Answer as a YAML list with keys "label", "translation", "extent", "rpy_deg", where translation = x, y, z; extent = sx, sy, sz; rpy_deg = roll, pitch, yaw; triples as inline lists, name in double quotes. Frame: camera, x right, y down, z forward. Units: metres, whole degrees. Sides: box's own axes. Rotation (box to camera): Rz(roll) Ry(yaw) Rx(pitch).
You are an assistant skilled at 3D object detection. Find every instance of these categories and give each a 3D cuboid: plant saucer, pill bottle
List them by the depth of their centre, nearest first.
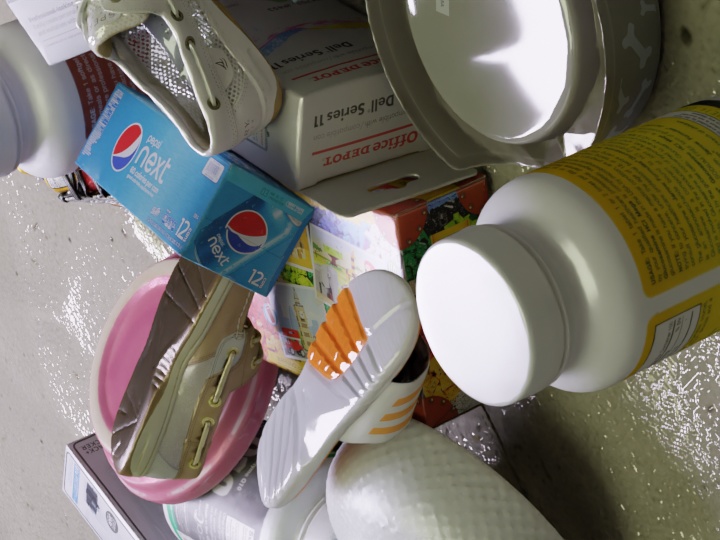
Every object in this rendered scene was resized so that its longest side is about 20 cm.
- label: "pill bottle"
  translation: [0.129, -0.008, 1.005]
  extent: [0.112, 0.200, 0.113]
  rpy_deg: [33, 134, 42]
- label: "pill bottle"
  translation: [-0.192, -0.131, 1.402]
  extent: [0.112, 0.200, 0.113]
  rpy_deg: [33, 134, 41]
- label: "pill bottle"
  translation: [-0.048, 0.180, 1.466]
  extent: [0.200, 0.113, 0.113]
  rpy_deg: [18, 124, 50]
- label: "plant saucer"
  translation: [-0.138, 0.070, 1.490]
  extent: [0.200, 0.051, 0.201]
  rpy_deg: [-25, 55, 41]

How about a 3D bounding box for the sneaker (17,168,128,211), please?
- label: "sneaker"
  translation: [-0.198, -0.074, 1.559]
  extent: [0.200, 0.082, 0.078]
  rpy_deg: [21, 126, 48]

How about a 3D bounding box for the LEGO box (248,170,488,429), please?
- label: "LEGO box"
  translation: [0.000, 0.000, 1.316]
  extent: [0.200, 0.077, 0.149]
  rpy_deg: [19, 125, 50]

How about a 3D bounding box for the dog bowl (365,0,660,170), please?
- label: "dog bowl"
  translation: [0.085, -0.144, 1.120]
  extent: [0.200, 0.059, 0.201]
  rpy_deg: [33, 134, 42]

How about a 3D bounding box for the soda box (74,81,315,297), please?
- label: "soda box"
  translation: [-0.107, -0.054, 1.264]
  extent: [0.064, 0.068, 0.200]
  rpy_deg: [-60, 32, 5]

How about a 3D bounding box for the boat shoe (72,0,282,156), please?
- label: "boat shoe"
  translation: [-0.131, -0.151, 1.163]
  extent: [0.200, 0.069, 0.071]
  rpy_deg: [48, 138, 1]

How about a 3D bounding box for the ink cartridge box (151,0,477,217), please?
- label: "ink cartridge box"
  translation: [-0.028, -0.112, 1.251]
  extent: [0.200, 0.117, 0.068]
  rpy_deg: [33, 131, 40]

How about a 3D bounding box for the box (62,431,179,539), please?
- label: "box"
  translation: [-0.138, 0.203, 1.612]
  extent: [0.200, 0.116, 0.060]
  rpy_deg: [45, 142, 29]

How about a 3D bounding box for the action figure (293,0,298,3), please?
- label: "action figure"
  translation: [0.008, -0.254, 1.162]
  extent: [0.200, 0.055, 0.119]
  rpy_deg: [-35, 69, 48]

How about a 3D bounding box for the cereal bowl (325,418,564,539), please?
- label: "cereal bowl"
  translation: [0.051, 0.188, 1.287]
  extent: [0.200, 0.083, 0.200]
  rpy_deg: [37, 159, 17]

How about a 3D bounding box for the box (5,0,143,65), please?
- label: "box"
  translation: [-0.183, -0.233, 1.214]
  extent: [0.156, 0.041, 0.200]
  rpy_deg: [-14, 117, 39]

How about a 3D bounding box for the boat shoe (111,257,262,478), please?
- label: "boat shoe"
  translation: [-0.101, 0.052, 1.339]
  extent: [0.200, 0.066, 0.074]
  rpy_deg: [-63, 27, 23]

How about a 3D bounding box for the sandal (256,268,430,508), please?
- label: "sandal"
  translation: [-0.002, 0.075, 1.237]
  extent: [0.207, 0.059, 0.079]
  rpy_deg: [-54, 36, 43]
